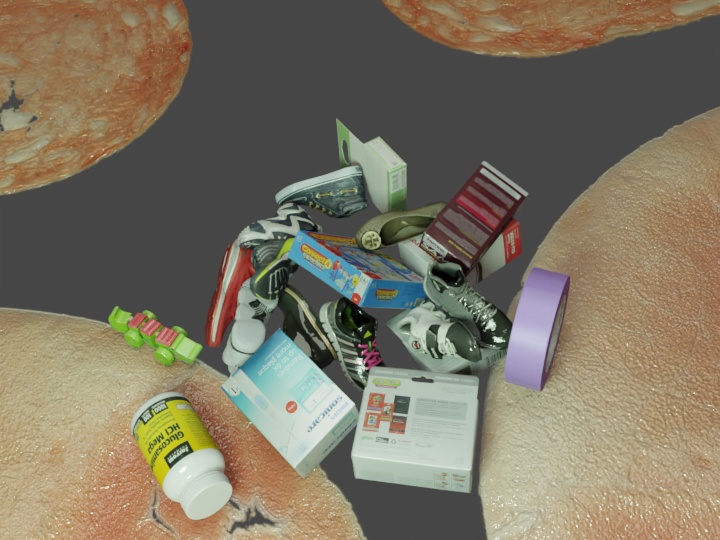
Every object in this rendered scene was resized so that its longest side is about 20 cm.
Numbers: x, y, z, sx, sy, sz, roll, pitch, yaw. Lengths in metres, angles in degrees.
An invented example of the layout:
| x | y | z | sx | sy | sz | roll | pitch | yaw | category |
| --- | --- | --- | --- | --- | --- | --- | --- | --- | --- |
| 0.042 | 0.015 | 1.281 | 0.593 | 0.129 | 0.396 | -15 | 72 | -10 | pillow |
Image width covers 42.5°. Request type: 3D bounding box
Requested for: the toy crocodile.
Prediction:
| x | y | z | sx | sy | sz | roll | pitch | yaw | category |
| --- | --- | --- | --- | --- | --- | --- | --- | --- | --- |
| -0.385 | 0.120 | 1.739 | 0.197 | 0.062 | 0.068 | 23 | 57 | 23 | toy crocodile |

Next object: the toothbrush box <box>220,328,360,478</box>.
| x | y | z | sx | sy | sz | roll | pitch | yaw | category |
| --- | --- | --- | --- | --- | --- | --- | --- | --- | --- |
| -0.117 | 0.226 | 1.574 | 0.146 | 0.086 | 0.200 | -43 | 66 | -10 | toothbrush box |

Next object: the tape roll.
| x | y | z | sx | sy | sz | roll | pitch | yaw | category |
| --- | --- | --- | --- | --- | --- | --- | --- | --- | --- |
| 0.303 | 0.100 | 1.583 | 0.064 | 0.202 | 0.202 | 13 | 53 | 16 | tape roll |

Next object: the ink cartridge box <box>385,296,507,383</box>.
| x | y | z | sx | sy | sz | roll | pitch | yaw | category |
| --- | --- | --- | --- | --- | --- | --- | --- | --- | --- |
| 0.162 | 0.122 | 1.697 | 0.161 | 0.058 | 0.200 | -29 | 33 | -15 | ink cartridge box |

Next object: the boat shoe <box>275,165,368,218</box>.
| x | y | z | sx | sy | sz | roll | pitch | yaw | category |
| --- | --- | --- | --- | --- | --- | --- | --- | --- | --- |
| -0.081 | -0.144 | 1.913 | 0.197 | 0.071 | 0.093 | -16 | 85 | 20 | boat shoe |

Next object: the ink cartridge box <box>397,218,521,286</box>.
| x | y | z | sx | sy | sz | roll | pitch | yaw | category |
| --- | --- | --- | --- | --- | --- | --- | --- | --- | --- |
| 0.190 | -0.046 | 1.780 | 0.198 | 0.085 | 0.144 | -33 | 46 | -18 | ink cartridge box |

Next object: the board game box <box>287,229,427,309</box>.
| x | y | z | sx | sy | sz | roll | pitch | yaw | category |
| --- | --- | --- | --- | --- | --- | --- | --- | --- | --- |
| 0.000 | 0.000 | 1.706 | 0.195 | 0.199 | 0.057 | 33 | 106 | 33 | board game box |

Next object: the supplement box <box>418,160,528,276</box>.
| x | y | z | sx | sy | sz | roll | pitch | yaw | category |
| --- | --- | --- | --- | --- | --- | --- | --- | --- | --- |
| 0.208 | -0.092 | 1.697 | 0.108 | 0.061 | 0.200 | 37 | 66 | 10 | supplement box |

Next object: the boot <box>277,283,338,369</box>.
| x | y | z | sx | sy | sz | roll | pitch | yaw | category |
| --- | --- | --- | --- | --- | --- | --- | --- | --- | --- |
| -0.140 | 0.120 | 1.706 | 0.138 | 0.078 | 0.200 | -36 | 55 | -15 | boot |

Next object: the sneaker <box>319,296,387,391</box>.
| x | y | z | sx | sy | sz | roll | pitch | yaw | category |
| --- | --- | --- | --- | --- | --- | --- | --- | --- | --- |
| 0.002 | 0.131 | 1.630 | 0.073 | 0.087 | 0.202 | -23 | 78 | -36 | sneaker |

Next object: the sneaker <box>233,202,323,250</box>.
| x | y | z | sx | sy | sz | roll | pitch | yaw | category |
| --- | --- | --- | --- | --- | --- | --- | --- | --- | --- |
| -0.157 | -0.046 | 1.833 | 0.198 | 0.081 | 0.129 | -34 | 46 | -32 | sneaker |

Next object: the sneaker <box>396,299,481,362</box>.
| x | y | z | sx | sy | sz | roll | pitch | yaw | category |
| --- | --- | --- | --- | --- | --- | --- | --- | --- | --- |
| 0.133 | 0.124 | 1.609 | 0.088 | 0.075 | 0.199 | -30 | 27 | -18 | sneaker |

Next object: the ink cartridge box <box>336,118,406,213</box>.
| x | y | z | sx | sy | sz | roll | pitch | yaw | category |
| --- | --- | --- | --- | --- | --- | --- | --- | --- | --- |
| 0.024 | -0.213 | 1.905 | 0.047 | 0.147 | 0.201 | -25 | 52 | -18 | ink cartridge box |

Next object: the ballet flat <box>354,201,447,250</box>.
| x | y | z | sx | sy | sz | roll | pitch | yaw | category |
| --- | --- | --- | --- | --- | --- | --- | --- | --- | --- |
| 0.086 | -0.081 | 1.739 | 0.196 | 0.068 | 0.047 | -16 | 35 | -10 | ballet flat |

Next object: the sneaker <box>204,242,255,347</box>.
| x | y | z | sx | sy | sz | roll | pitch | yaw | category |
| --- | --- | --- | --- | --- | --- | --- | --- | --- | --- |
| -0.222 | 0.057 | 1.760 | 0.114 | 0.078 | 0.204 | 17 | 80 | -17 | sneaker |

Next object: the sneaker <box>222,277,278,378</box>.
| x | y | z | sx | sy | sz | roll | pitch | yaw | category |
| --- | --- | --- | --- | --- | --- | --- | --- | --- | --- |
| -0.206 | 0.106 | 1.693 | 0.074 | 0.116 | 0.202 | 19 | 37 | -8 | sneaker |

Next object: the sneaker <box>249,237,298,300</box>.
| x | y | z | sx | sy | sz | roll | pitch | yaw | category |
| --- | --- | --- | --- | --- | --- | --- | --- | --- | --- |
| -0.171 | -0.005 | 1.716 | 0.079 | 0.075 | 0.200 | 8 | 23 | 12 | sneaker |

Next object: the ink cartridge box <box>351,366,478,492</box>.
| x | y | z | sx | sy | sz | roll | pitch | yaw | category |
| --- | --- | --- | --- | --- | --- | --- | --- | --- | --- |
| 0.098 | 0.263 | 1.551 | 0.196 | 0.085 | 0.178 | 5 | 52 | 10 | ink cartridge box |

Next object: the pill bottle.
| x | y | z | sx | sy | sz | roll | pitch | yaw | category |
| --- | --- | --- | --- | --- | --- | --- | --- | --- | --- |
| -0.295 | 0.309 | 1.542 | 0.111 | 0.113 | 0.200 | -30 | 54 | -17 | pill bottle |

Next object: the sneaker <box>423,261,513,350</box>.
| x | y | z | sx | sy | sz | roll | pitch | yaw | category |
| --- | --- | --- | --- | --- | --- | --- | --- | --- | --- |
| 0.185 | 0.055 | 1.593 | 0.199 | 0.116 | 0.075 | 37 | 75 | 18 | sneaker |
